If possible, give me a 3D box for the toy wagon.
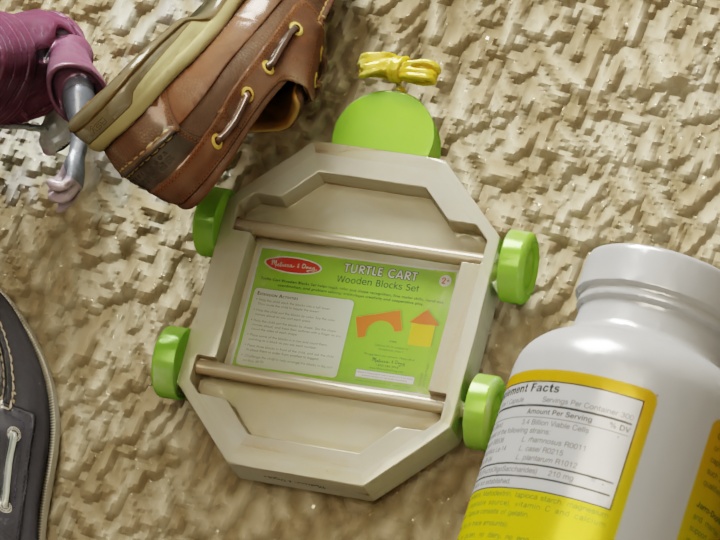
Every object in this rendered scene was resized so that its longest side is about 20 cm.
[{"bbox_3d":[0.000,0.000,1.271,0.155,0.040,0.200,9,69,17],"label":"toy wagon"}]

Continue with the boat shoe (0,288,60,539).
[{"bbox_3d":[-0.174,0.085,1.264,0.073,0.063,0.200,-11,66,10],"label":"boat shoe"}]

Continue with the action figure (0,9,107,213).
[{"bbox_3d":[-0.181,-0.094,1.278,0.134,0.200,0.149,-6,88,37],"label":"action figure"}]

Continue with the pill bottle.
[{"bbox_3d":[0.099,0.094,1.171,0.104,0.104,0.200,14,71,19],"label":"pill bottle"}]

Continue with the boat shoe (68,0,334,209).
[{"bbox_3d":[-0.052,-0.090,1.275,0.068,0.072,0.200,48,41,-4],"label":"boat shoe"}]
